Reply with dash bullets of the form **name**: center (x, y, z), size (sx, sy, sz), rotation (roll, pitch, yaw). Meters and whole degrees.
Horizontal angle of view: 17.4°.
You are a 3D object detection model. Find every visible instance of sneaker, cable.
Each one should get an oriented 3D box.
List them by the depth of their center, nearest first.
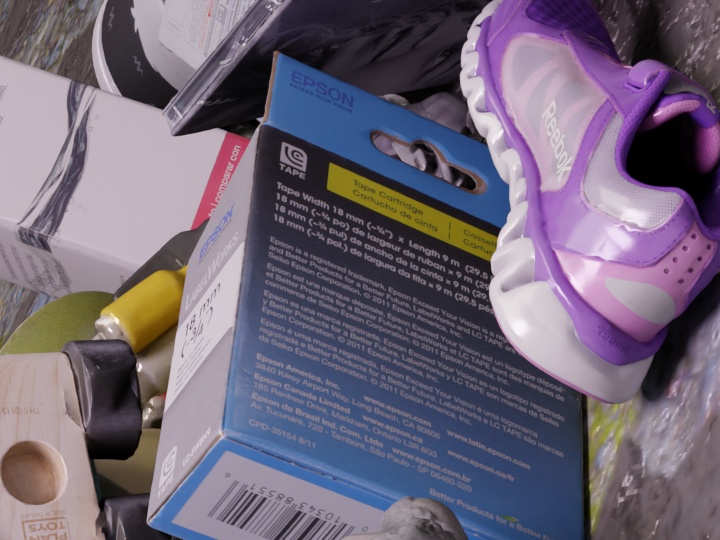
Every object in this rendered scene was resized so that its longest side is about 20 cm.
- **sneaker**: center (0.094, -0.047, 0.861), size (0.088, 0.080, 0.200), rotation (-45, 31, 31)
- **cable**: center (-0.048, -0.006, 1.040), size (0.200, 0.097, 0.050), rotation (-45, 58, -13)

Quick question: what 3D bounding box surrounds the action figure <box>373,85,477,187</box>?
- **action figure**: center (0.000, 0.000, 1.068), size (0.200, 0.069, 0.130), rotation (-57, 13, 13)

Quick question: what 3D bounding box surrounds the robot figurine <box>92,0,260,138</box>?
- **robot figurine**: center (-0.077, -0.142, 1.358), size (0.151, 0.125, 0.200), rotation (-61, 15, -25)

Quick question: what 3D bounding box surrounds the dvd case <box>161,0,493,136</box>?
- **dvd case**: center (0.031, -0.113, 0.968), size (0.149, 0.200, 0.016), rotation (-44, 69, 45)

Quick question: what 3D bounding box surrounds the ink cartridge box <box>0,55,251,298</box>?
- **ink cartridge box**: center (-0.130, -0.032, 1.184), size (0.145, 0.199, 0.085), rotation (99, -169, -76)

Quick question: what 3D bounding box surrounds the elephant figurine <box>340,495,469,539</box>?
- **elephant figurine**: center (-0.034, 0.171, 0.744), size (0.200, 0.142, 0.155), rotation (-27, 5, -3)

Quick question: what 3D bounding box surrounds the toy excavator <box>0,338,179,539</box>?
- **toy excavator**: center (-0.147, 0.142, 0.933), size (0.200, 0.100, 0.195), rotation (132, 129, -57)

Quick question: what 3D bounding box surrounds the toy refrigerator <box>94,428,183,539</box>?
- **toy refrigerator**: center (-0.055, 0.129, 0.931), size (0.200, 0.070, 0.076), rotation (23, 108, 50)

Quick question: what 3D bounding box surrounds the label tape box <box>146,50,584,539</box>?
- **label tape box**: center (0.008, 0.029, 0.884), size (0.063, 0.144, 0.200), rotation (-52, 22, 39)

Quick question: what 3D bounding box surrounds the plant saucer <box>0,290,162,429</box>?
- **plant saucer**: center (-0.107, 0.108, 1.076), size (0.031, 0.200, 0.201), rotation (-5, 56, 31)

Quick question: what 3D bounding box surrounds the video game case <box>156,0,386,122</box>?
- **video game case**: center (-0.026, -0.176, 1.153), size (0.181, 0.045, 0.201), rotation (42, 122, 54)
